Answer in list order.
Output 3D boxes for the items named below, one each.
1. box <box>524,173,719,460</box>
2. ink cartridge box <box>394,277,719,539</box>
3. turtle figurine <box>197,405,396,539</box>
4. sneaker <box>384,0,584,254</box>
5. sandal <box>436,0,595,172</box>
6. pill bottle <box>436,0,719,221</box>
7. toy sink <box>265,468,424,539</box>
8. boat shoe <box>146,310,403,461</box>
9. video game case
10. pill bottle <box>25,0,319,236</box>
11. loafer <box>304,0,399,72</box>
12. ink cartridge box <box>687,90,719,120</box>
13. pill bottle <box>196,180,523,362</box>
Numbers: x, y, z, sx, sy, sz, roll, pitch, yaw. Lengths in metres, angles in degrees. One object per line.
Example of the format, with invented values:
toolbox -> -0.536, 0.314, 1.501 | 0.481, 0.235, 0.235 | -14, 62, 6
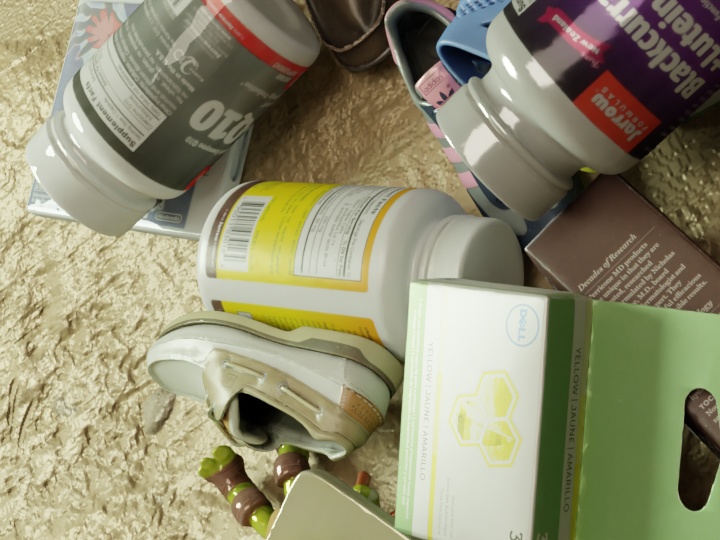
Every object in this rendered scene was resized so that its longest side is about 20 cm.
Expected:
box -> 0.188, 0.043, 0.892 | 0.075, 0.100, 0.200 | -42, 56, 3
ink cartridge box -> 0.107, 0.085, 0.861 | 0.199, 0.048, 0.146 | 7, 94, 47
turtle figurine -> -0.035, 0.164, 1.047 | 0.200, 0.064, 0.162 | -49, 48, 24
sneaker -> 0.071, -0.091, 1.029 | 0.070, 0.082, 0.200 | -42, 58, 19
sandal -> 0.085, -0.144, 0.987 | 0.087, 0.080, 0.201 | -10, 58, -10
pill bottle -> 0.138, -0.123, 0.868 | 0.200, 0.111, 0.112 | -44, 57, 17
toy sink -> -0.048, 0.232, 0.927 | 0.130, 0.112, 0.201 | 32, 105, 26
boat shoe -> -0.069, 0.075, 1.034 | 0.199, 0.075, 0.069 | 1, 54, 41
video game case -> -0.161, -0.120, 1.239 | 0.199, 0.023, 0.183 | 9, 82, 37
pill bottle -> -0.134, -0.124, 1.138 | 0.200, 0.114, 0.114 | -43, 57, 18
loafer -> -0.026, -0.228, 1.142 | 0.073, 0.071, 0.201 | -32, 61, 24
ink cartridge box -> 0.196, -0.209, 0.972 | 0.146, 0.083, 0.201 | -28, 63, 26
pill bottle -> 0.000, 0.000, 1.038 | 0.199, 0.109, 0.110 | 5, 81, 36
